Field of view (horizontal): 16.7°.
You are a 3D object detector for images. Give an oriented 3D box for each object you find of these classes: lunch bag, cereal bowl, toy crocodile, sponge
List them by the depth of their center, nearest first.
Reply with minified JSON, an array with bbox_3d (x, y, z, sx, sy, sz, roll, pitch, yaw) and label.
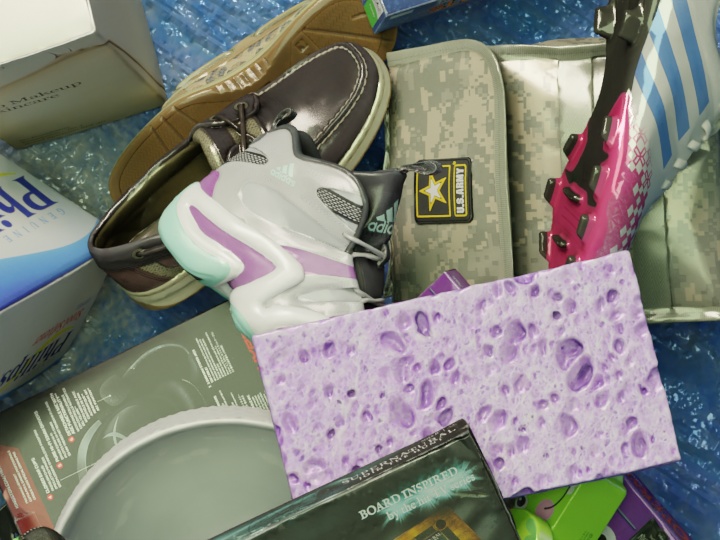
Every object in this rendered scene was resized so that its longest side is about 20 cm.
[{"bbox_3d":[0.053,0.066,1.251,0.199,0.030,0.112,-13,85,0],"label":"sponge"},{"bbox_3d":[0.073,0.181,1.287,0.062,0.067,0.200,32,94,49],"label":"toy crocodile"},{"bbox_3d":[-0.072,0.166,1.327,0.199,0.083,0.201,-1,102,-3],"label":"cereal bowl"},{"bbox_3d":[0.106,-0.048,1.387,0.199,0.118,0.165,-2,90,10],"label":"lunch bag"}]

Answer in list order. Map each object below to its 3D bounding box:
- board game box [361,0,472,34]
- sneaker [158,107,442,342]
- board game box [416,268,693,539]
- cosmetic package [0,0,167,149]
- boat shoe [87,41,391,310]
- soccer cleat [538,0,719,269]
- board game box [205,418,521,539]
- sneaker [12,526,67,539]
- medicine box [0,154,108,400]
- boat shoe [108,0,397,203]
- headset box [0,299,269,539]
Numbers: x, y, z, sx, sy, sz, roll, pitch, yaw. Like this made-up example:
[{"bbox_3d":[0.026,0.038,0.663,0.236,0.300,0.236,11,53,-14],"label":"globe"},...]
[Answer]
[{"bbox_3d":[0.077,-0.231,1.421,0.200,0.034,0.136,-20,82,-15],"label":"board game box"},{"bbox_3d":[0.000,0.000,1.305,0.140,0.078,0.200,-43,81,9],"label":"sneaker"},{"bbox_3d":[0.073,0.112,1.336,0.120,0.032,0.200,-44,80,12],"label":"board game box"},{"bbox_3d":[-0.183,-0.132,1.389,0.103,0.200,0.073,-17,82,5],"label":"cosmetic package"},{"bbox_3d":[-0.070,-0.058,1.382,0.200,0.065,0.072,-39,55,11],"label":"boat shoe"},{"bbox_3d":[0.157,-0.074,1.292,0.086,0.070,0.201,11,100,-20],"label":"soccer cleat"},{"bbox_3d":[-0.010,0.176,1.215,0.200,0.028,0.136,-25,102,-4],"label":"board game box"},{"bbox_3d":[-0.090,0.176,1.256,0.200,0.077,0.084,30,94,-18],"label":"sneaker"},{"bbox_3d":[-0.270,-0.010,1.385,0.200,0.182,0.103,32,114,9],"label":"medicine box"},{"bbox_3d":[-0.063,-0.098,1.448,0.200,0.063,0.073,-36,107,5],"label":"boat shoe"},{"bbox_3d":[-0.117,0.122,1.417,0.200,0.077,0.149,-27,83,4],"label":"headset box"}]
